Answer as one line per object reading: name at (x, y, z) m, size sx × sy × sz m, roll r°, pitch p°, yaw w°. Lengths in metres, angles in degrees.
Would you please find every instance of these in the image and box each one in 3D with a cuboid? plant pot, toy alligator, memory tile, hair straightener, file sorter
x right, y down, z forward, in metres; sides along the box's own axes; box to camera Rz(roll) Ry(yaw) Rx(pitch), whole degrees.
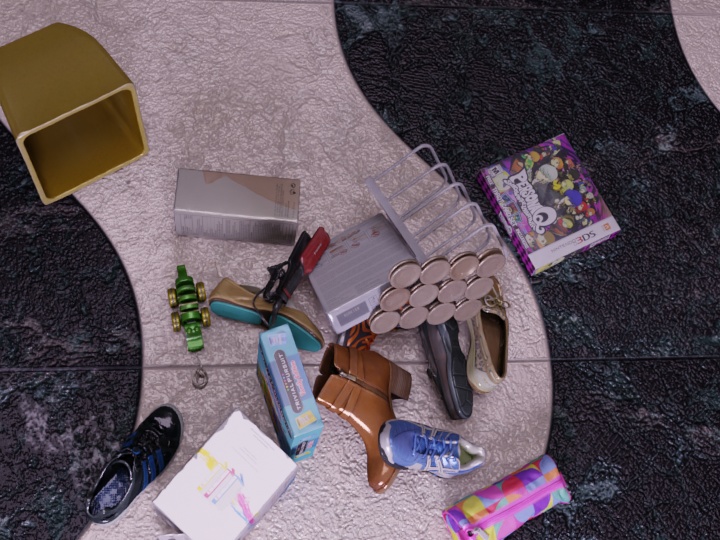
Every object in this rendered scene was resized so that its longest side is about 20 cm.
plant pot at (-0.476, -0.268, 1.573) m, size 0.193 × 0.195 × 0.201 m, roll -30°, pitch 69°, yaw -17°
toy alligator at (-0.262, 0.079, 1.536) m, size 0.058 × 0.054 × 0.204 m, roll -9°, pitch 71°, yaw -11°
memory tile at (0.114, 0.030, 1.480) m, size 0.196 × 0.155 × 0.017 m, roll -6°, pitch 50°, yaw -26°
hair straightener at (-0.115, 0.012, 1.552) m, size 0.041 × 0.076 × 0.202 m, roll 54°, pitch 43°, yaw -32°
file sorter at (0.121, -0.076, 1.555) m, size 0.124 × 0.139 × 0.201 m, roll -35°, pitch 57°, yaw 2°

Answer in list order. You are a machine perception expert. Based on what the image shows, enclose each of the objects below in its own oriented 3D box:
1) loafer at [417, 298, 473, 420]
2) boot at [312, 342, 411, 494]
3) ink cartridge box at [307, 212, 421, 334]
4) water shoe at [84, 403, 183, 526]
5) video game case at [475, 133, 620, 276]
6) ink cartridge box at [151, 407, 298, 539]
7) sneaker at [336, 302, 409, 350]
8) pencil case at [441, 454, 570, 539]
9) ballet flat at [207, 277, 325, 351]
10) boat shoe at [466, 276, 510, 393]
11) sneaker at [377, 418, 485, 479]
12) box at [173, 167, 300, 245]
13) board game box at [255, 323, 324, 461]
loafer at (0.129, 0.142, 1.570) m, size 0.062 × 0.071 × 0.204 m, roll -21°, pitch 66°, yaw 29°
boot at (-0.002, 0.215, 1.469) m, size 0.154 × 0.076 × 0.204 m, roll 24°, pitch 69°, yaw -32°
ink cartridge box at (0.000, 0.000, 1.554) m, size 0.158 × 0.048 × 0.201 m, roll -28°, pitch 31°, yaw -2°
water shoe at (-0.322, 0.279, 1.438) m, size 0.071 × 0.079 × 0.202 m, roll 30°, pitch 68°, yaw 5°
video game case at (0.320, -0.115, 1.699) m, size 0.178 × 0.036 × 0.203 m, roll -22°, pitch 74°, yaw -16°
ink cartridge box at (-0.199, 0.323, 1.412) m, size 0.125 × 0.129 × 0.200 m, roll 39°, pitch 70°, yaw 8°
sneaker at (0.028, 0.088, 1.560) m, size 0.110 × 0.078 × 0.203 m, roll 19°, pitch 68°, yaw 1°
pencil case at (0.217, 0.353, 1.482) m, size 0.197 × 0.089 × 0.089 m, roll -27°, pitch 74°, yaw -17°
ballet flat at (-0.140, 0.062, 1.555) m, size 0.197 × 0.069 × 0.064 m, roll 22°, pitch 53°, yaw 0°
boat shoe at (0.210, 0.092, 1.577) m, size 0.072 × 0.063 × 0.204 m, roll 14°, pitch 62°, yaw -25°
sneaker at (0.104, 0.256, 1.453) m, size 0.198 × 0.076 × 0.077 m, roll 19°, pitch 63°, yaw -42°
box at (-0.197, -0.101, 1.593) m, size 0.195 × 0.095 × 0.079 m, roll 6°, pitch 67°, yaw -7°
board game box at (-0.106, 0.184, 1.438) m, size 0.046 × 0.201 × 0.153 m, roll -17°, pitch 71°, yaw -13°
